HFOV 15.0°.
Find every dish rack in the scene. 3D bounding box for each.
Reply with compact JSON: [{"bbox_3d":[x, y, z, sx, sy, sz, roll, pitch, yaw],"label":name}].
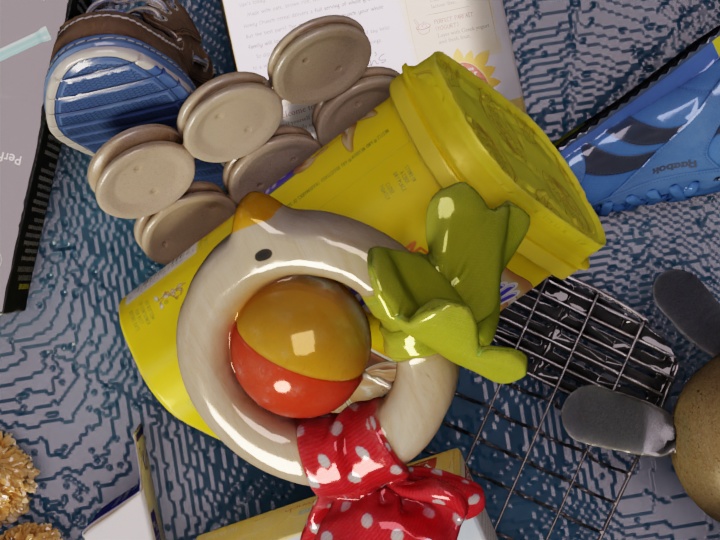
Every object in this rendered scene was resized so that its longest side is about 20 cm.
[{"bbox_3d":[0.067,0.095,1.396,0.153,0.055,0.201,25,86,-4],"label":"dish rack"}]

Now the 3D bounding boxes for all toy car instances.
[{"bbox_3d":[0.202,0.095,1.350,0.199,0.158,0.165,35,66,8],"label":"toy car"}]

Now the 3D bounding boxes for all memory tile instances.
[{"bbox_3d":[-0.032,-0.041,1.327,0.153,0.200,0.017,-33,56,8],"label":"memory tile"}]

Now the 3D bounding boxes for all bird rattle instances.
[{"bbox_3d":[-0.004,0.046,1.226,0.162,0.113,0.201,25,126,6],"label":"bird rattle"}]

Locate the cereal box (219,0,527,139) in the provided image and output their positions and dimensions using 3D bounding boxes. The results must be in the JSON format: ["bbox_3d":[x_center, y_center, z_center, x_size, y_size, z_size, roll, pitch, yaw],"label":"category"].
[{"bbox_3d":[-0.001,-0.141,1.401,0.143,0.040,0.201,-12,89,-3],"label":"cereal box"}]

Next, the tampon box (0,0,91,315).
[{"bbox_3d":[-0.221,-0.089,1.345,0.149,0.126,0.201,13,89,-2],"label":"tampon box"}]

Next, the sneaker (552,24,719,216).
[{"bbox_3d":[0.153,-0.058,1.396,0.199,0.066,0.079,-34,95,-3],"label":"sneaker"}]

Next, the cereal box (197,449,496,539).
[{"bbox_3d":[0.019,0.200,1.348,0.143,0.040,0.201,-19,109,10],"label":"cereal box"}]

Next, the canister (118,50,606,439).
[{"bbox_3d":[0.000,0.000,1.310,0.200,0.148,0.087,-36,60,16],"label":"canister"}]

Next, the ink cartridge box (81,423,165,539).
[{"bbox_3d":[-0.106,0.179,1.361,0.039,0.099,0.201,-12,89,-2],"label":"ink cartridge box"}]

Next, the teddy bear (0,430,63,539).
[{"bbox_3d":[-0.244,0.156,1.369,0.198,0.067,0.146,-7,87,-4],"label":"teddy bear"}]

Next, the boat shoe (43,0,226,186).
[{"bbox_3d":[-0.110,-0.095,1.320,0.072,0.200,0.073,-9,75,5],"label":"boat shoe"}]
